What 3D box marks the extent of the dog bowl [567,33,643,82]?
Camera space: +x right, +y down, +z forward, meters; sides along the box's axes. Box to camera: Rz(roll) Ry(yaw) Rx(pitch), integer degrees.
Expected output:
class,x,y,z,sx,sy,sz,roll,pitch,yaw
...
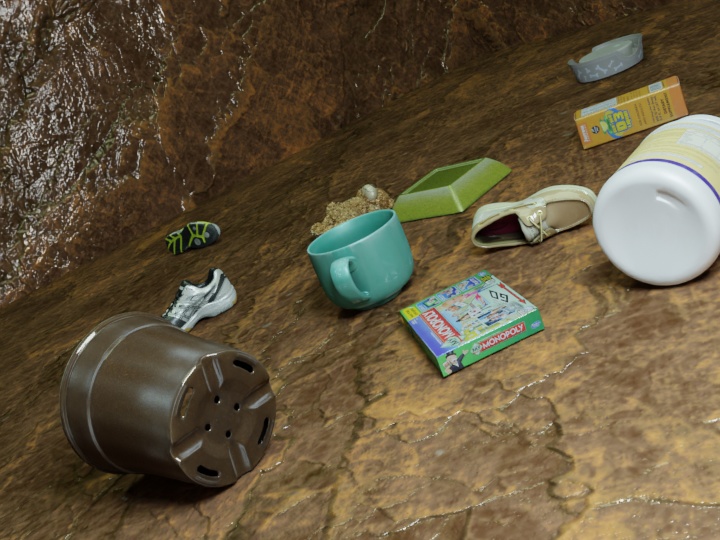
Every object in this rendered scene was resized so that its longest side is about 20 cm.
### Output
class,x,y,z,sx,sy,sz,roll,pitch,yaw
dog bowl,0.648,-0.554,2.232,0.197,0.059,0.200,-22,17,7

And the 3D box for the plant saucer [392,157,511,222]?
class,x,y,z,sx,sy,sz,roll,pitch,yaw
plant saucer,0.172,-0.167,1.705,0.198,0.048,0.199,-7,23,46

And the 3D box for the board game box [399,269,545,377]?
class,x,y,z,sx,sy,sz,roll,pitch,yaw
board game box,0.133,0.061,1.072,0.133,0.029,0.200,-25,16,-4

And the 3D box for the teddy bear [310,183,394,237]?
class,x,y,z,sx,sy,sz,roll,pitch,yaw
teddy bear,-0.018,-0.124,1.807,0.198,0.068,0.145,-29,19,-14

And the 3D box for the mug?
class,x,y,z,sx,sy,sz,roll,pitch,yaw
mug,-0.003,-0.002,1.311,0.184,0.116,0.151,-37,21,-36

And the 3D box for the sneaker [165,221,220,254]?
class,x,y,z,sx,sy,sz,roll,pitch,yaw
sneaker,-0.457,-0.103,2.356,0.198,0.076,0.076,-9,21,38

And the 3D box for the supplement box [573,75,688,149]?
class,x,y,z,sx,sy,sz,roll,pitch,yaw
supplement box,0.506,-0.294,1.599,0.197,0.067,0.069,-17,20,25

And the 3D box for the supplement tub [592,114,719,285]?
class,x,y,z,sx,sy,sz,roll,pitch,yaw
supplement tub,0.371,-0.089,0.993,0.144,0.147,0.200,-8,22,43

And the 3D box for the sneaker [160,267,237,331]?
class,x,y,z,sx,sy,sz,roll,pitch,yaw
sneaker,-0.337,0.066,1.625,0.199,0.089,0.075,-32,20,-22

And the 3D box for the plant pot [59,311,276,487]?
class,x,y,z,sx,sy,sz,roll,pitch,yaw
plant pot,-0.215,0.159,1.000,0.196,0.203,0.200,4,31,43

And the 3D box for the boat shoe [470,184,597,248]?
class,x,y,z,sx,sy,sz,roll,pitch,yaw
boat shoe,0.254,-0.070,1.258,0.198,0.075,0.067,-14,31,36
